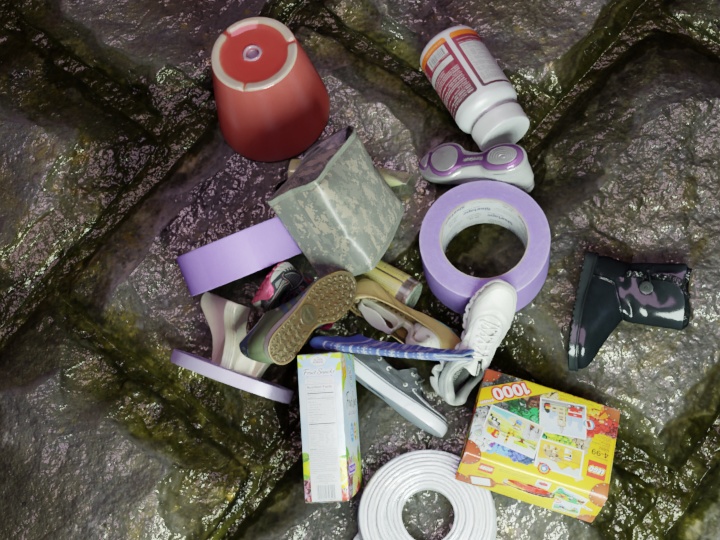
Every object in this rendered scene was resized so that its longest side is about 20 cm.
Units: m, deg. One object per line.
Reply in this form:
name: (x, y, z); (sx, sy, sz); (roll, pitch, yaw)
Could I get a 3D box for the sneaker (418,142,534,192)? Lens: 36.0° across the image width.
sneaker: (0.184, -0.151, 1.775); (0.199, 0.100, 0.075); (6, 61, 36)

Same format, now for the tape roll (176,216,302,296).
tape roll: (-0.177, -0.027, 1.695); (0.199, 0.200, 0.066); (-23, 93, -3)

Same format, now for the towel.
towel: (0.045, 0.108, 1.565); (0.199, 0.145, 0.024); (3, 88, 30)

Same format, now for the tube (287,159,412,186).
tube: (-0.018, -0.152, 1.809); (0.199, 0.052, 0.058); (2, 58, 10)

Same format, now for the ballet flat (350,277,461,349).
ballet flat: (0.063, 0.088, 1.664); (0.200, 0.069, 0.063); (32, 34, -1)

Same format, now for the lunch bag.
lunch bag: (-0.024, -0.104, 1.669); (0.117, 0.164, 0.200); (-20, 23, 37)

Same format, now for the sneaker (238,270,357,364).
sneaker: (-0.095, 0.064, 1.569); (0.090, 0.067, 0.200); (-6, 27, 43)

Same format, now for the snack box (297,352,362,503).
snack box: (-0.041, 0.217, 1.564); (0.067, 0.169, 0.201); (-5, 85, 5)

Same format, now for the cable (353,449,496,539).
cable: (0.094, 0.349, 1.570); (0.199, 0.069, 0.201); (12, 69, 12)

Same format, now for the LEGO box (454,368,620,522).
LEGO box: (0.248, 0.243, 1.554); (0.199, 0.077, 0.149); (17, 51, 4)

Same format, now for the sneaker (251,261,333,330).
sneaker: (-0.093, 0.042, 1.657); (0.075, 0.200, 0.081); (38, 97, 22)

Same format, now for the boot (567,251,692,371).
boot: (0.401, 0.067, 1.647); (0.167, 0.077, 0.201); (9, 62, 16)

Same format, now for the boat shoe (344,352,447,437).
boat shoe: (0.059, 0.170, 1.659); (0.200, 0.070, 0.066); (34, 76, 27)

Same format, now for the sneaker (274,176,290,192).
sneaker: (-0.036, -0.103, 1.763); (0.199, 0.106, 0.075); (-4, 66, 6)

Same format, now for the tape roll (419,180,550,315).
tape roll: (0.192, -0.033, 1.715); (0.199, 0.085, 0.201); (-2, 67, 6)

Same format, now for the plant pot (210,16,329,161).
plant pot: (-0.159, -0.309, 1.831); (0.199, 0.177, 0.201); (-3, 66, 7)

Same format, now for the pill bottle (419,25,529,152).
pill bottle: (0.187, -0.294, 1.815); (0.109, 0.110, 0.200); (-27, 66, -4)

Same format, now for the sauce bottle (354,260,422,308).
sauce bottle: (0.000, 0.000, 1.737); (0.200, 0.065, 0.065); (30, 74, 19)

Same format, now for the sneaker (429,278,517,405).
sneaker: (0.173, 0.109, 1.617); (0.075, 0.081, 0.201); (24, 101, -9)

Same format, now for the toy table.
toy table: (-0.177, 0.113, 1.661); (0.199, 0.184, 0.118); (19, 86, 9)
